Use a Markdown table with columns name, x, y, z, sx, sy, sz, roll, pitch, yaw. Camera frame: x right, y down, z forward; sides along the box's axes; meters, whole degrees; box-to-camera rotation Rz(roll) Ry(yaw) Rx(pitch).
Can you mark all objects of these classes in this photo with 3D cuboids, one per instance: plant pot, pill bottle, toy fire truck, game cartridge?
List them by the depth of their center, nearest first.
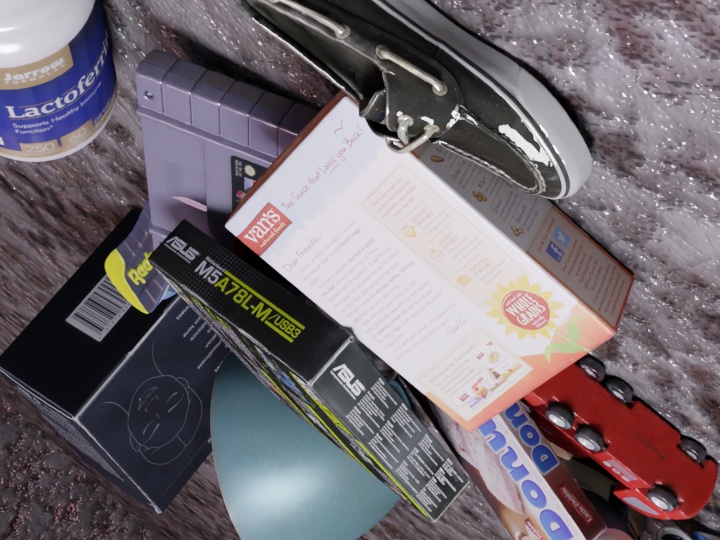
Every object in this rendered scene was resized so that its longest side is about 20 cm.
| name | x | y | z | sx | sy | sz | roll | pitch | yaw |
| --- | --- | --- | --- | --- | --- | --- | --- | --- | --- |
| pill bottle | -0.226 | -0.163 | 0.866 | 0.116 | 0.116 | 0.200 | 34 | 160 | 10 |
| game cartridge | -0.089 | -0.054 | 0.918 | 0.130 | 0.038 | 0.200 | 25 | 146 | 13 |
| toy fire truck | 0.140 | 0.105 | 0.940 | 0.200 | 0.049 | 0.141 | 38 | 161 | -6 |
| plant pot | -0.026 | 0.152 | 1.167 | 0.135 | 0.200 | 0.200 | -14 | 137 | 17 |

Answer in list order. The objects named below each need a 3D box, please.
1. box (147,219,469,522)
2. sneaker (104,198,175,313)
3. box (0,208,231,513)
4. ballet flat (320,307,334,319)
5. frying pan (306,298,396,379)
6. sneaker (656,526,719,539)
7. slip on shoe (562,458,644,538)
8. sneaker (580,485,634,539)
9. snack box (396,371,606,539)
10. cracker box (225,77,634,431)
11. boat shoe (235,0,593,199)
| name | x | y | z | sx | sy | sz | roll | pitch | yaw |
| --- | --- | --- | --- | --- | --- | --- | --- | --- | --- |
| box | -0.035 | 0.069 | 0.917 | 0.193 | 0.048 | 0.200 | 29 | 164 | 43 |
| sneaker | -0.134 | -0.037 | 1.068 | 0.074 | 0.082 | 0.200 | 54 | 139 | -4 |
| box | -0.201 | 0.087 | 1.253 | 0.124 | 0.200 | 0.197 | 26 | 157 | 33 |
| ballet flat | 0.000 | 0.000 | 0.917 | 0.072 | 0.072 | 0.200 | 39 | 161 | -4 |
| frying pan | -0.037 | 0.038 | 1.117 | 0.190 | 0.031 | 0.115 | 21 | 155 | 46 |
| sneaker | 0.264 | 0.250 | 1.042 | 0.147 | 0.081 | 0.200 | 60 | 167 | -11 |
| slip on shoe | 0.189 | 0.223 | 1.099 | 0.076 | 0.061 | 0.200 | 27 | 158 | 27 |
| sneaker | 0.182 | 0.250 | 0.995 | 0.146 | 0.081 | 0.200 | -132 | 19 | -71 |
| snack box | 0.084 | 0.106 | 0.901 | 0.200 | 0.024 | 0.072 | 55 | 145 | 9 |
| cracker box | 0.039 | -0.012 | 0.771 | 0.200 | 0.058 | 0.134 | 40 | 133 | -9 |
| boat shoe | 0.026 | -0.092 | 0.674 | 0.200 | 0.064 | 0.071 | 38 | 160 | -2 |
